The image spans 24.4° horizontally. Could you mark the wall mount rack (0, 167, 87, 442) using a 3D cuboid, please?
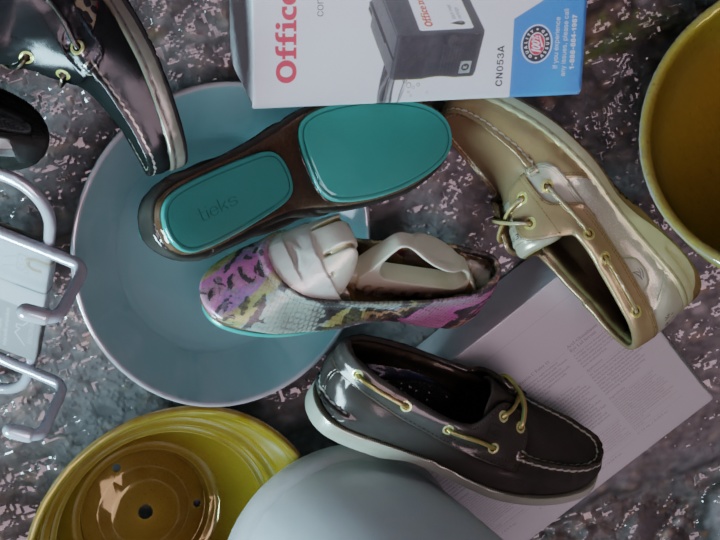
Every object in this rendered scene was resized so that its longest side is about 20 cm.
[{"bbox_3d":[-0.252,0.020,0.970,0.173,0.075,0.200,20,136,1],"label":"wall mount rack"}]

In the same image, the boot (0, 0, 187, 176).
[{"bbox_3d":[-0.201,-0.116,0.913,0.153,0.073,0.204,-31,95,-14],"label":"boot"}]

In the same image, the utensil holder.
[{"bbox_3d":[0.026,0.218,1.005,0.169,0.200,0.171,-7,108,-23],"label":"utensil holder"}]

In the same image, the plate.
[{"bbox_3d":[-0.086,-0.016,1.022,0.199,0.026,0.201,-6,102,-28],"label":"plate"}]

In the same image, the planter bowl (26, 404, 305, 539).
[{"bbox_3d":[-0.130,0.170,1.080,0.200,0.083,0.201,-7,108,-23],"label":"planter bowl"}]

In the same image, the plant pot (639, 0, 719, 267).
[{"bbox_3d":[0.286,-0.063,1.022,0.200,0.200,0.142,-37,149,6],"label":"plant pot"}]

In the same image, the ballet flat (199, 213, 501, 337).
[{"bbox_3d":[0.000,0.000,1.014,0.199,0.069,0.071,2,144,-31],"label":"ballet flat"}]

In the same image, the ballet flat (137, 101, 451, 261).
[{"bbox_3d":[-0.044,-0.060,0.984,0.199,0.068,0.068,-18,99,-23],"label":"ballet flat"}]

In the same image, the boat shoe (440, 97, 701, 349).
[{"bbox_3d":[0.119,-0.034,1.023,0.200,0.074,0.066,42,70,2],"label":"boat shoe"}]

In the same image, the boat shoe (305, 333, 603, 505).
[{"bbox_3d":[0.068,0.093,1.045,0.200,0.072,0.061,16,129,-14],"label":"boat shoe"}]

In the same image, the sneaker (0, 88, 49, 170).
[{"bbox_3d":[-0.285,-0.056,0.969,0.199,0.075,0.116,9,118,-6],"label":"sneaker"}]

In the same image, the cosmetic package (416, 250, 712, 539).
[{"bbox_3d":[0.114,0.088,1.124,0.200,0.052,0.151,-38,117,6],"label":"cosmetic package"}]

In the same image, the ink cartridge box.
[{"bbox_3d":[0.027,-0.177,0.966,0.199,0.084,0.146,-4,114,-10],"label":"ink cartridge box"}]
